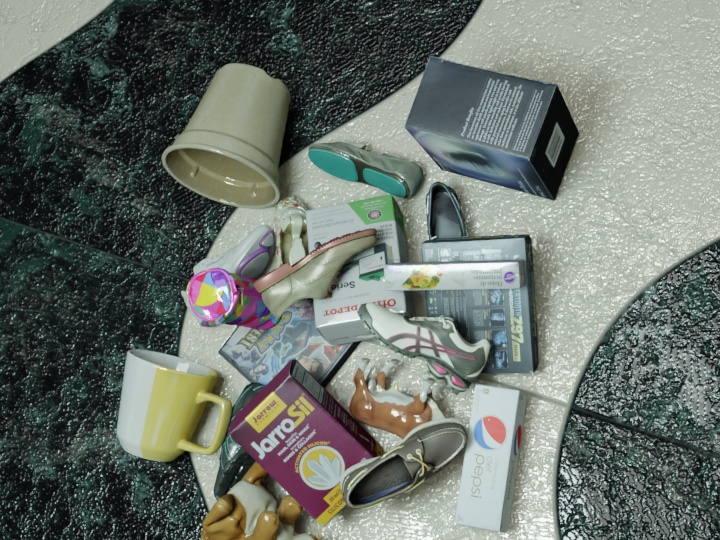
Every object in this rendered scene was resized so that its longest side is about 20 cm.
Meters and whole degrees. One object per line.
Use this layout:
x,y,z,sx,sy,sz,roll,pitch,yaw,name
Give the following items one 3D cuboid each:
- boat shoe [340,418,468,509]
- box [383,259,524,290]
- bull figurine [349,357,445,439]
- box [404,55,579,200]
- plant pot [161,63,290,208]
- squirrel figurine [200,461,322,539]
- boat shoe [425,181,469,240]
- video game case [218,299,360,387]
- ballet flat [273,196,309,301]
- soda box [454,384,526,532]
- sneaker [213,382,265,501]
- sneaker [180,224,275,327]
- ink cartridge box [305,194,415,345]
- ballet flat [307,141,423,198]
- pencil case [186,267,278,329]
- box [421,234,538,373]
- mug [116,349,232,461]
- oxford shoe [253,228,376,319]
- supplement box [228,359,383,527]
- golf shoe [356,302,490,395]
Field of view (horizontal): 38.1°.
0.064,0.274,1.462,0.199,0.060,0.072,-27,100,2,boat shoe
0.132,0.007,1.492,0.199,0.041,0.039,-1,96,17,box
0.070,0.204,1.546,0.199,0.065,0.122,13,103,28,bull figurine
0.197,-0.206,1.545,0.198,0.200,0.124,19,84,25,box
-0.202,-0.230,1.718,0.200,0.201,0.184,9,69,22,plant pot
-0.142,0.415,1.560,0.186,0.142,0.200,39,119,7,squirrel figurine
0.137,-0.039,1.597,0.075,0.062,0.201,-7,75,11,boat shoe
-0.106,0.109,1.671,0.181,0.025,0.200,39,92,24,video game case
-0.101,-0.046,1.668,0.075,0.064,0.201,-1,60,-11,ballet flat
0.189,0.269,1.498,0.068,0.064,0.201,6,79,21,soda box
-0.182,0.271,1.639,0.079,0.075,0.201,32,101,52,sneaker
-0.223,-0.006,1.712,0.200,0.075,0.100,-50,63,9,sneaker
0.000,0.000,1.610,0.146,0.084,0.201,-11,66,10,ink cartridge box
0.010,-0.173,1.689,0.200,0.068,0.064,23,58,23,ballet flat
-0.187,0.046,1.595,0.088,0.200,0.089,-2,84,17,pencil case
0.176,0.051,1.532,0.157,0.051,0.201,-3,97,21,box
-0.310,0.222,1.649,0.186,0.149,0.154,17,91,59,mug
-0.056,0.002,1.552,0.200,0.070,0.075,-28,90,3,oxford shoe
-0.076,0.252,1.536,0.131,0.103,0.200,-45,96,6,supplement box
0.091,0.092,1.502,0.200,0.077,0.088,32,103,-3,golf shoe
